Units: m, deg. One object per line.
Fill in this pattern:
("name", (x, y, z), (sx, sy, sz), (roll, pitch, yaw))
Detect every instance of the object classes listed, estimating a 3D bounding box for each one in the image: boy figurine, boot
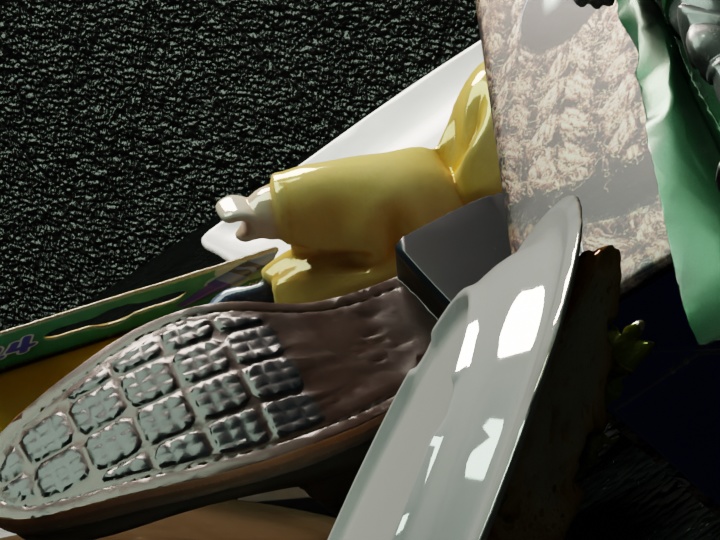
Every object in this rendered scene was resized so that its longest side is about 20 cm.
("boy figurine", (0.000, 0.000, 0.908), (0.200, 0.124, 0.065), (-42, 44, 7))
("boot", (-0.011, 0.057, 0.807), (0.199, 0.097, 0.075), (-21, 43, -11))

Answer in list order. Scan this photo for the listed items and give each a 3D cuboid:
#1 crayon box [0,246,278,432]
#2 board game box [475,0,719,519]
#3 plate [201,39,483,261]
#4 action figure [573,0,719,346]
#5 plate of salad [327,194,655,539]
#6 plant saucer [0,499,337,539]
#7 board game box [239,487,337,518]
("crayon box", (-0.093, 0.067, 1.036), (0.125, 0.052, 0.200), (-17, -18, -16))
("board game box", (0.125, -0.062, 0.758), (0.159, 0.097, 0.201), (-33, 38, 24))
("plate", (0.033, -0.049, 1.113), (0.199, 0.032, 0.200), (-35, 12, -5))
("action figure", (0.093, -0.083, 0.685), (0.118, 0.055, 0.200), (-43, 31, 16))
("plate of salad", (0.017, 0.078, 0.639), (0.200, 0.048, 0.201), (-156, 90, -86))
("plant saucer", (-0.067, 0.092, 0.811), (0.198, 0.030, 0.200), (5, 5, 0))
("board game box", (-0.115, 0.119, 1.034), (0.199, 0.026, 0.199), (-33, -19, 30))
